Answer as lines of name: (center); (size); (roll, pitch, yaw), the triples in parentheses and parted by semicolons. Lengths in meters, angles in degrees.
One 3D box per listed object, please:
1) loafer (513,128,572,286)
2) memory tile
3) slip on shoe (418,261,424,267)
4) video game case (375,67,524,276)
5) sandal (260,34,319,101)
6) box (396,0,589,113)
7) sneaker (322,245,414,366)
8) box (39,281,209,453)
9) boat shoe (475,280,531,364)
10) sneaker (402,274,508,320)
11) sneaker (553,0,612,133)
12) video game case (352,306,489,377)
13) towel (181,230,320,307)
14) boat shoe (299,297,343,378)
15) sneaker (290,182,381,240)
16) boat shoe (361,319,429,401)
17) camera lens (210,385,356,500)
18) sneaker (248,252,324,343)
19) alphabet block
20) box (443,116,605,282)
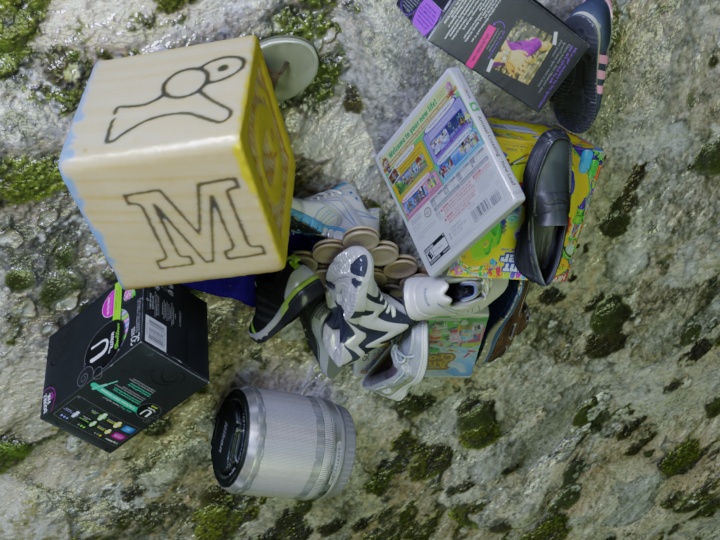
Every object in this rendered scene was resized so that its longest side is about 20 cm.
loafer: (0.244, -0.078, 1.132); (0.067, 0.070, 0.205); (-5, 116, -21)
memory tile: (0.000, 0.000, 1.229); (0.151, 0.017, 0.199); (-21, 147, 27)
slip on shoe: (0.112, 0.058, 1.366); (0.061, 0.075, 0.200); (-30, 135, 8)
video game case: (0.105, -0.118, 1.102); (0.022, 0.185, 0.200); (-14, 162, -33)
sandal: (-0.142, -0.221, 1.062); (0.197, 0.058, 0.081); (-19, 128, -5)
box: (0.161, -0.301, 1.074); (0.198, 0.123, 0.107); (23, 115, -34)
sneaker: (0.022, 0.037, 1.214); (0.128, 0.079, 0.202); (-18, 132, -29)
box: (-0.314, 0.119, 1.179); (0.199, 0.150, 0.124); (-35, 131, 21)
boat shoe: (0.234, 0.069, 1.425); (0.071, 0.073, 0.202); (-1, 136, -25)
sneaker: (0.150, 0.030, 1.233); (0.198, 0.086, 0.076); (-15, 94, -42)
sneaker: (0.310, -0.277, 1.190); (0.082, 0.069, 0.202); (-50, 154, -28)
video game case: (0.089, 0.112, 1.367); (0.195, 0.022, 0.184); (1, 143, -3)
towel: (-0.156, -0.014, 1.220); (0.197, 0.050, 0.149); (19, 116, -31)
boat shoe: (-0.053, 0.095, 1.332); (0.069, 0.056, 0.201); (-45, 154, -22)
sneaker: (-0.047, -0.084, 1.196); (0.198, 0.074, 0.089); (20, 82, -41)
boat shoe: (0.056, 0.137, 1.323); (0.063, 0.076, 0.203); (8, 150, -12)
camera lens: (-0.125, 0.272, 1.376); (0.197, 0.161, 0.162); (13, 121, -28)
sneaker: (-0.112, 0.031, 1.203); (0.071, 0.083, 0.200); (-34, 177, -37)
alphabet block: (-0.193, -0.120, 0.994); (0.195, 0.198, 0.198); (-6, 138, 9)
box: (0.201, -0.100, 1.218); (0.196, 0.122, 0.196); (2, 113, -24)
